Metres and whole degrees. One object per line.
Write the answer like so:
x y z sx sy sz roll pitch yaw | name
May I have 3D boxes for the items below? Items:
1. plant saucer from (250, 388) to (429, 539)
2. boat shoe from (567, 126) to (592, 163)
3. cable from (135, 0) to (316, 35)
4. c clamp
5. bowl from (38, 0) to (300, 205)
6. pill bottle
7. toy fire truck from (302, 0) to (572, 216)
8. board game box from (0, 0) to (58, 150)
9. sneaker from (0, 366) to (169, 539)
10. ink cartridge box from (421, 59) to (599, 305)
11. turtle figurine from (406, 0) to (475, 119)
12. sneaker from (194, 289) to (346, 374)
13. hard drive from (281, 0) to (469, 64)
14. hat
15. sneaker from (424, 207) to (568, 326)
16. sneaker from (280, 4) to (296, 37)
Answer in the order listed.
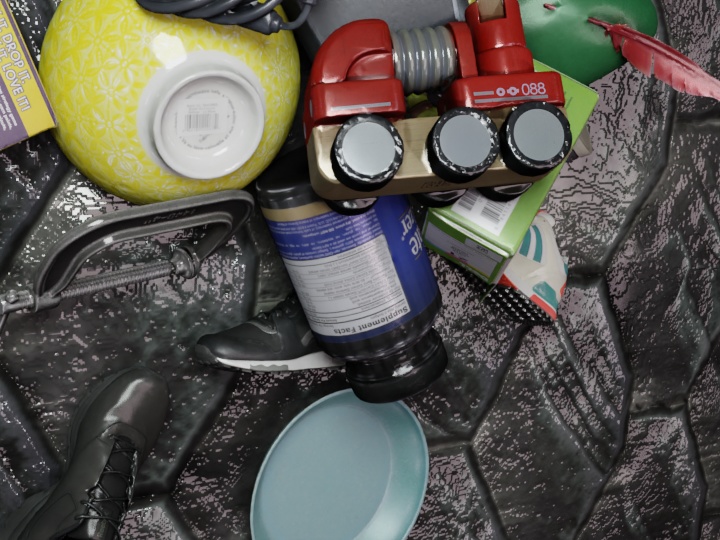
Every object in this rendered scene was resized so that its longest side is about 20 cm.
-0.024 0.202 0.998 0.199 0.036 0.202 -9 106 -34 | plant saucer
0.146 -0.167 0.984 0.200 0.062 0.073 46 35 -37 | boat shoe
-0.084 -0.257 0.717 0.051 0.162 0.202 47 52 -74 | cable
-0.178 -0.007 0.802 0.199 0.171 0.027 -17 69 -36 | c clamp
-0.123 -0.123 0.767 0.199 0.108 0.202 -12 122 -20 | bowl
0.000 0.000 0.850 0.111 0.112 0.201 -31 114 -22 | pill bottle
0.047 -0.153 0.723 0.174 0.129 0.202 -6 81 -9 | toy fire truck
-0.314 -0.155 0.690 0.165 0.057 0.201 -30 118 -25 | board game box
-0.205 0.172 0.840 0.076 0.091 0.201 32 84 -34 | sneaker
0.114 -0.065 0.887 0.075 0.200 0.148 29 77 6 | ink cartridge box
0.049 -0.181 0.857 0.064 0.161 0.201 17 95 -36 | turtle figurine
-0.054 0.042 0.925 0.199 0.075 0.088 -1 90 -37 | sneaker
-0.008 -0.247 0.770 0.134 0.042 0.201 -23 99 2 | hard drive
0.243 -0.232 0.926 0.200 0.175 0.166 53 41 -32 | hat
0.138 -0.033 1.030 0.200 0.070 0.094 45 61 -32 | sneaker
-0.053 -0.254 0.820 0.070 0.075 0.202 7 100 -35 | sneaker
